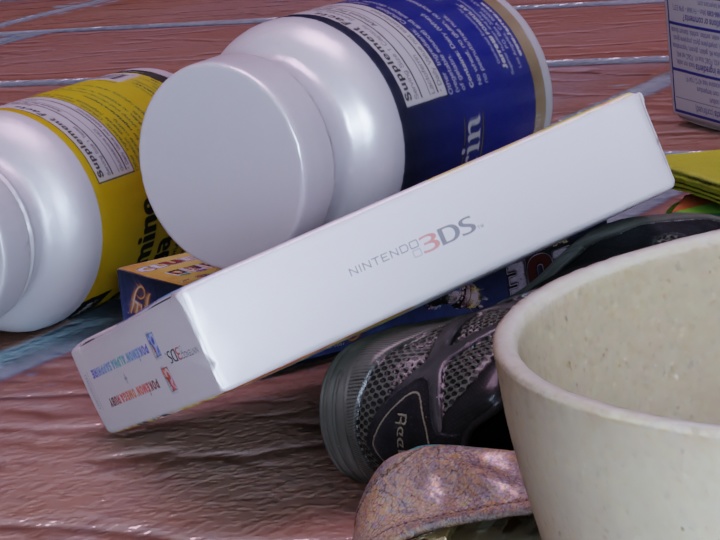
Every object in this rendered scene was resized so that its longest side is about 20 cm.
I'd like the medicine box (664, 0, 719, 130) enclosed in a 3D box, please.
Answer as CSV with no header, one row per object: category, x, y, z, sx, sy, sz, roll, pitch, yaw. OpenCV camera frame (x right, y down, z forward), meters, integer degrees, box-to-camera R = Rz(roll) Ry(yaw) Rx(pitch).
medicine box,0.298,-0.204,1.588,0.181,0.201,0.103,-10,15,-19

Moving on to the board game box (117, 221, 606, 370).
board game box,0.002,0.003,1.172,0.199,0.035,0.135,-14,14,-30

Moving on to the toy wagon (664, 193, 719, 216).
toy wagon,0.204,-0.015,1.134,0.199,0.040,0.155,-12,13,-26

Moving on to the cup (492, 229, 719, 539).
cup,0.133,0.073,0.501,0.199,0.144,0.200,-6,11,1

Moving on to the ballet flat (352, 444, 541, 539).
ballet flat,0.085,0.087,0.695,0.199,0.068,0.067,-6,30,29

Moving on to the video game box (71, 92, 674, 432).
video game box,0.000,0.000,0.957,0.199,0.047,0.182,-24,-2,-20

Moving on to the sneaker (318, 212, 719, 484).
sneaker,0.094,0.034,0.884,0.199,0.077,0.114,-19,19,-35

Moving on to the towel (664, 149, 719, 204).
towel,0.202,-0.037,1.115,0.086,0.018,0.200,-4,10,-15

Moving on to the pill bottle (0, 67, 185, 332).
pill bottle,-0.156,-0.033,1.237,0.112,0.113,0.200,0,14,30

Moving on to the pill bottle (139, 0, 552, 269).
pill bottle,-0.006,-0.068,1.144,0.115,0.116,0.200,2,15,37
